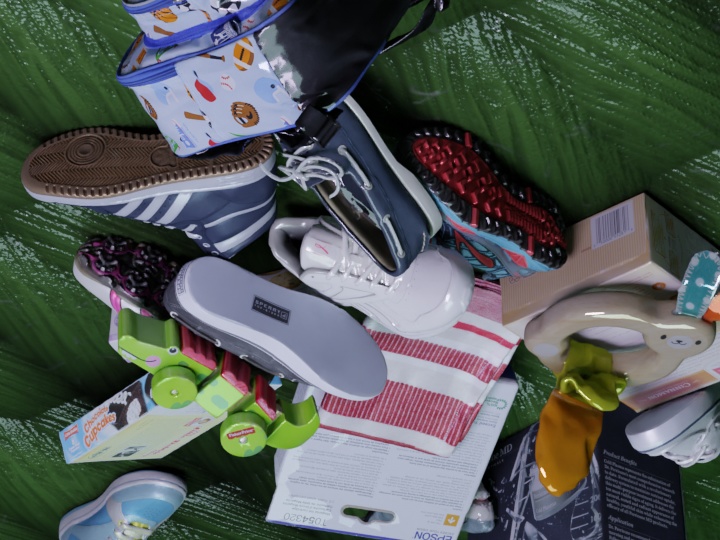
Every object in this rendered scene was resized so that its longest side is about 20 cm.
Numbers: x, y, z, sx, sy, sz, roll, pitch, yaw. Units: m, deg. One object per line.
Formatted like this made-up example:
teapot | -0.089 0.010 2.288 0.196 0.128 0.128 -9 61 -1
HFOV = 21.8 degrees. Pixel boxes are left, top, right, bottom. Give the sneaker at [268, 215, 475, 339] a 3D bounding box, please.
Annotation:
sneaker | 0.000 0.000 1.483 0.200 0.078 0.099 11 171 43

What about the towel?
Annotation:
towel | 0.058 0.082 1.670 0.144 0.023 0.200 15 123 -20

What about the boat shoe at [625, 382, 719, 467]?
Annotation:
boat shoe | 0.300 0.143 1.685 0.073 0.066 0.200 -25 177 32

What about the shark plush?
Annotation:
shark plush | 0.055 0.243 1.899 0.200 0.084 0.091 -24 173 38

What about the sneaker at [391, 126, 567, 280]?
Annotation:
sneaker | 0.078 -0.040 1.494 0.095 0.080 0.200 -21 141 33

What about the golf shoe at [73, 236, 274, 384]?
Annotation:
golf shoe | -0.162 0.048 1.591 0.200 0.073 0.092 31 124 -8

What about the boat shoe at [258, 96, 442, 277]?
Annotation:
boat shoe | -0.022 -0.079 1.398 0.075 0.062 0.200 -9 128 52

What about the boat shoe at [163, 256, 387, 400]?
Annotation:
boat shoe | -0.073 0.055 1.530 0.200 0.070 0.066 25 151 -23

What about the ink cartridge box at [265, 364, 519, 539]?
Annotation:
ink cartridge box | 0.025 0.161 1.764 0.196 0.043 0.200 11 119 -16

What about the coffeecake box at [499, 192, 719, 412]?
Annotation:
coffeecake box | 0.240 0.033 1.604 0.153 0.073 0.200 -26 138 34

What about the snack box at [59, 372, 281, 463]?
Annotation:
snack box | -0.180 0.130 1.761 0.116 0.037 0.200 2 154 -45

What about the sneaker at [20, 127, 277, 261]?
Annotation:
sneaker | -0.161 -0.058 1.478 0.199 0.070 0.109 -5 145 3

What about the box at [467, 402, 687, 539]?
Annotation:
box | 0.210 0.256 1.833 0.124 0.197 0.200 24 141 -29

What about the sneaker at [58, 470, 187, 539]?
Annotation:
sneaker | -0.251 0.297 1.965 0.079 0.131 0.200 24 140 -29

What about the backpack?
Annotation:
backpack | -0.070 -0.160 1.223 0.190 0.200 0.154 -24 109 44

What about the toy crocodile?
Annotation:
toy crocodile | -0.119 0.090 1.537 0.200 0.068 0.062 37 116 -26

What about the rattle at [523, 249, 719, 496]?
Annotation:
rattle | 0.226 0.080 1.489 0.199 0.143 0.130 -13 127 33

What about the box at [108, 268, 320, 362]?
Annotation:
box | -0.125 0.038 1.650 0.199 0.042 0.039 -12 144 20
